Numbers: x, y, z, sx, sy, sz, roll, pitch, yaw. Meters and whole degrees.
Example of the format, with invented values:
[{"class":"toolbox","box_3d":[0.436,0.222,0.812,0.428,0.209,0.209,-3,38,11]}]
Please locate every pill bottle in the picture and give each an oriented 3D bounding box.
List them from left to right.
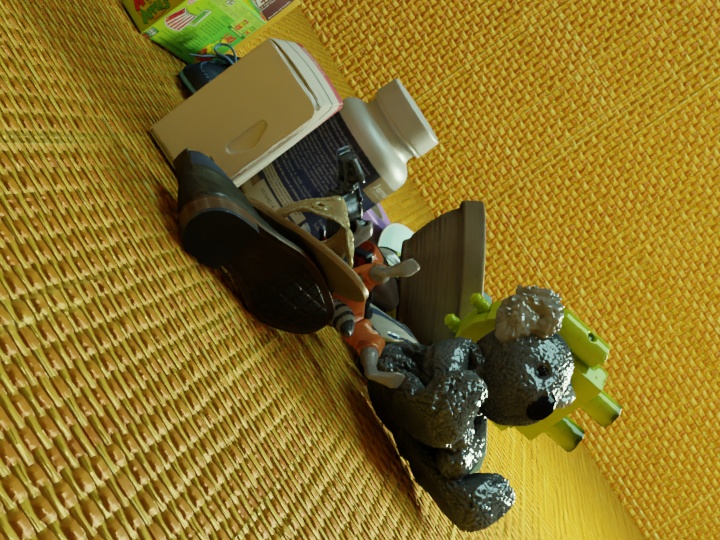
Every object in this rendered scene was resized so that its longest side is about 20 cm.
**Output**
[{"class":"pill bottle","box_3d":[-0.020,-0.111,1.618,0.112,0.199,0.111,54,9,-12]}]

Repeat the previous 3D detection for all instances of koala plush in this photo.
[{"class":"koala plush","box_3d":[0.125,0.114,1.503,0.184,0.198,0.179,41,-25,51]}]

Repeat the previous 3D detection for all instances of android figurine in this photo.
[{"class":"android figurine","box_3d":[0.175,0.104,1.608,0.199,0.182,0.041,40,43,-6]}]

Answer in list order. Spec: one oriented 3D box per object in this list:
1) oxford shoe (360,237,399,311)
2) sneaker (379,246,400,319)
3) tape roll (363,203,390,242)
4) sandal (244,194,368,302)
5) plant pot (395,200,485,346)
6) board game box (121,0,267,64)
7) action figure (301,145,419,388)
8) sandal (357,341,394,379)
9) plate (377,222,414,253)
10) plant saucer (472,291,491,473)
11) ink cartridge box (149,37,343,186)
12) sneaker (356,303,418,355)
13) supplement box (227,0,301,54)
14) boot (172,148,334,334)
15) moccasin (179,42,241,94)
[{"class":"oxford shoe","box_3d":[0.000,0.000,1.745,0.073,0.071,0.200,52,4,-17]},{"class":"sneaker","box_3d":[0.044,0.073,1.830,0.076,0.075,0.202,-28,87,-51]},{"class":"tape roll","box_3d":[-0.033,-0.106,2.019,0.201,0.065,0.200,56,8,-12]},{"class":"sandal","box_3d":[-0.045,-0.043,1.357,0.211,0.070,0.078,25,-25,48]},{"class":"plant pot","box_3d":[0.089,0.018,1.747,0.201,0.091,0.204,-175,-90,-90]},{"class":"board game box","box_3d":[-0.181,-0.289,1.700,0.048,0.101,0.200,57,8,10]},{"class":"action figure","box_3d":[-0.025,-0.004,1.424,0.193,0.104,0.203,28,-50,51]},{"class":"sandal","box_3d":[0.063,0.143,1.612,0.201,0.075,0.048,51,31,-40]},{"class":"plate","box_3d":[0.061,0.039,1.969,0.200,0.025,0.202,43,39,-47]},{"class":"plant saucer","box_3d":[0.134,0.126,1.722,0.070,0.019,0.203,96,0,-64]},{"class":"ink cartridge box","box_3d":[-0.102,-0.145,1.447,0.083,0.146,0.200,54,8,-2]},{"class":"sneaker","box_3d":[0.054,0.100,1.693,0.200,0.075,0.089,49,10,-48]},{"class":"supplement box","box_3d":[-0.201,-0.407,1.933,0.199,0.132,0.200,59,8,15]},{"class":"boot","box_3d":[-0.090,-0.026,1.312,0.200,0.074,0.098,46,16,-45]},{"class":"moccasin","box_3d":[-0.152,-0.217,1.713,0.081,0.068,0.200,55,8,-5]}]
